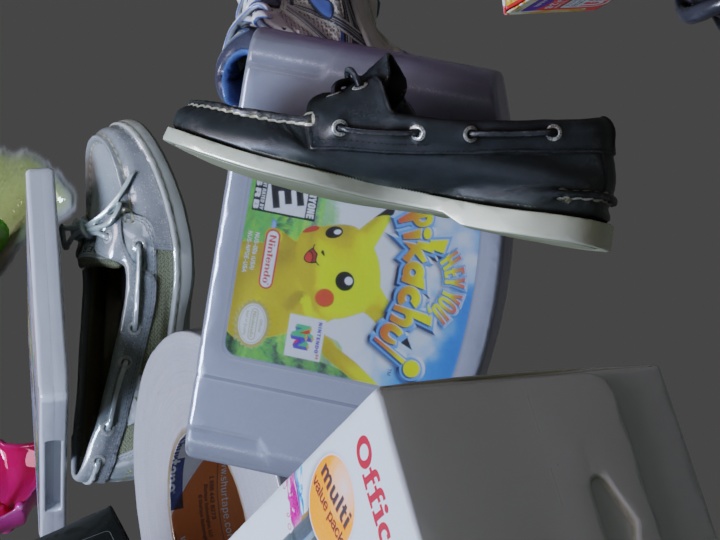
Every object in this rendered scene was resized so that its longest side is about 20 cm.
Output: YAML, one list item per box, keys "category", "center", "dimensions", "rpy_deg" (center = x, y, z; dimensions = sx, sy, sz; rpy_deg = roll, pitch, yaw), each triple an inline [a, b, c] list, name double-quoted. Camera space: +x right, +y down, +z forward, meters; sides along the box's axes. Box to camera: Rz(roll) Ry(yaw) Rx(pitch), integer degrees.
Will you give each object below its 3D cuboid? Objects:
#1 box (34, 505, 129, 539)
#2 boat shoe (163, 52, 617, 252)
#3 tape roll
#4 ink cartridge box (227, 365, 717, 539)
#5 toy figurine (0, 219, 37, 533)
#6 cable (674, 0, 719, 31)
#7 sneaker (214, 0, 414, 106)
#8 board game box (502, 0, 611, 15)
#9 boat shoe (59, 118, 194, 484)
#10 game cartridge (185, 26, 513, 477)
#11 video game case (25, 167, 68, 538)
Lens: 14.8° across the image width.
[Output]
- category: "box"
  center: [-0.124, 0.237, 1.292]
  dimensions: [0.200, 0.124, 0.149]
  rpy_deg: [-127, 15, -56]
- category: "boat shoe"
  center: [0.016, -0.059, 1.185]
  dimensions: [0.198, 0.074, 0.066]
  rpy_deg: [13, 90, 16]
- category: "tape roll"
  center: [-0.047, 0.125, 1.382]
  dimensions: [0.200, 0.066, 0.201]
  rpy_deg: [30, 123, 60]
- category: "ink cartridge box"
  center: [0.043, 0.148, 1.168]
  dimensions: [0.200, 0.144, 0.146]
  rpy_deg: [-48, 52, 50]
- category: "toy figurine"
  center: [-0.259, 0.078, 1.686]
  dimensions: [0.150, 0.200, 0.185]
  rpy_deg: [-28, 77, 11]
- category: "cable"
  center: [0.149, -0.160, 1.044]
  dimensions: [0.200, 0.051, 0.164]
  rpy_deg: [53, 137, 43]
- category: "sneaker"
  center: [-0.033, -0.113, 1.333]
  dimensions: [0.200, 0.085, 0.077]
  rpy_deg: [58, 139, 41]
- category: "board game box"
  center: [0.103, -0.194, 1.036]
  dimensions: [0.200, 0.046, 0.152]
  rpy_deg: [159, 104, -65]
- category: "boat shoe"
  center: [-0.135, 0.018, 1.544]
  dimensions: [0.074, 0.064, 0.203]
  rpy_deg: [3, 96, 60]
- category: "game cartridge"
  center: [0.000, 0.000, 1.249]
  dimensions: [0.040, 0.133, 0.201]
  rpy_deg: [-45, -36, -80]
- category: "video game case"
  center: [-0.179, 0.053, 1.587]
  dimensions: [0.200, 0.018, 0.144]
  rpy_deg: [102, 163, -61]
